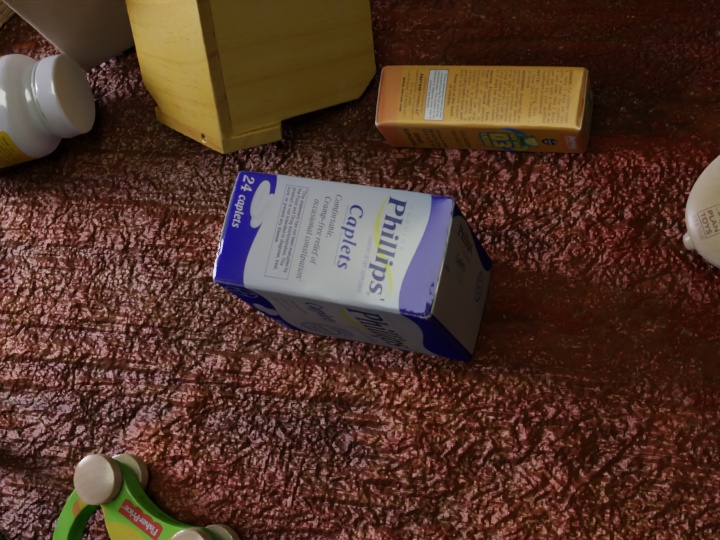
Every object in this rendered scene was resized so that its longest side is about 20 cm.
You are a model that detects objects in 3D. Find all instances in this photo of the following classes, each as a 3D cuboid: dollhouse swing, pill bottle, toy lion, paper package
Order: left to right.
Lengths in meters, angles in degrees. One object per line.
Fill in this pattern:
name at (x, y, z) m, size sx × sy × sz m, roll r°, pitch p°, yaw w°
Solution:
pill bottle at (-0.397, -0.168, 1.165) m, size 0.199 × 0.112 × 0.113 m, roll -11°, pitch 73°, yaw 13°
paper package at (-0.265, -0.330, 1.132) m, size 0.200 × 0.191 × 0.104 m, roll -27°, pitch 67°, yaw 7°
toy lion at (-0.220, 0.302, 1.028) m, size 0.200 × 0.069 × 0.192 m, roll 32°, pitch 94°, yaw 22°
dollhouse swing at (-0.111, -0.251, 1.084) m, size 0.176 × 0.200 × 0.182 m, roll -30°, pitch 39°, yaw -30°

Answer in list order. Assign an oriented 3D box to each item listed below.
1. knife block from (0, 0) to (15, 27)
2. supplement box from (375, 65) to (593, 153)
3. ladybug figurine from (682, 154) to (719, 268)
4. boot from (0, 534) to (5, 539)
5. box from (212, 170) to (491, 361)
knife block at (-0.472, -0.367, 1.275) m, size 0.200 × 0.064 × 0.176 m, roll -45°, pitch 67°, yaw 2°
supplement box at (0.120, -0.156, 1.036) m, size 0.199 × 0.067 × 0.069 m, roll 2°, pitch 76°, yaw 18°
ladybug figurine at (0.376, -0.058, 0.928) m, size 0.200 × 0.072 × 0.136 m, roll -18°, pitch 72°, yaw 11°
boot at (-0.410, 0.271, 1.013) m, size 0.165 × 0.200 × 0.066 m, roll 27°, pitch 85°, yaw 21°
box at (0.000, 0.000, 0.968) m, size 0.199 × 0.184 × 0.105 m, roll 8°, pitch 77°, yaw 19°
